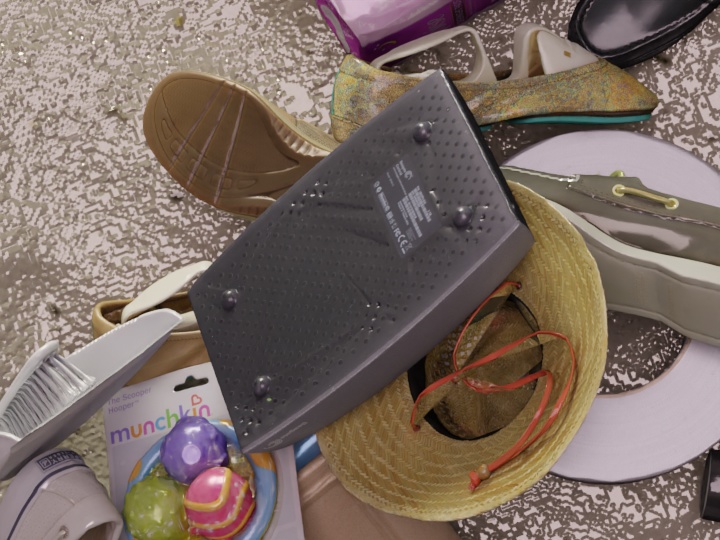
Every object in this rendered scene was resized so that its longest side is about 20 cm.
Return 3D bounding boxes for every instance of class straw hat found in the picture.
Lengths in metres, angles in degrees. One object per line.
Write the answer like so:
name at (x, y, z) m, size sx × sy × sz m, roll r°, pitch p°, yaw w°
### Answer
straw hat at (0.072, 0.057, 1.113) m, size 0.200 × 0.085 × 0.203 m, roll -20°, pitch 58°, yaw 34°

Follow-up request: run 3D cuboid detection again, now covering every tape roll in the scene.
tape roll at (0.141, 0.023, 1.194) m, size 0.198 × 0.066 × 0.203 m, roll -1°, pitch 82°, yaw 6°

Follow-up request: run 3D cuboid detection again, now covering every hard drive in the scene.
hard drive at (0.000, 0.000, 1.113) m, size 0.200 × 0.042 × 0.136 m, roll -40°, pitch 48°, yaw 19°

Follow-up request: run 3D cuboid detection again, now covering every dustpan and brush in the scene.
dustpan and brush at (-0.198, 0.082, 1.177) m, size 0.057 × 0.200 × 0.139 m, roll 49°, pitch 48°, yaw 4°

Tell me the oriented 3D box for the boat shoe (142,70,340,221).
boat shoe at (-0.044, -0.055, 1.224) m, size 0.199 × 0.064 × 0.072 m, roll 31°, pitch 94°, yaw 25°

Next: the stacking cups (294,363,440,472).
stacking cups at (-0.041, 0.104, 1.200) m, size 0.200 × 0.061 × 0.061 m, roll -45°, pitch 81°, yaw 1°

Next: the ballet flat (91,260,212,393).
ballet flat at (-0.065, 0.020, 1.207) m, size 0.198 × 0.069 × 0.063 m, roll -18°, pitch 117°, yaw 4°

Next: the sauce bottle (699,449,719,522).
sauce bottle at (0.293, 0.137, 1.165) m, size 0.198 × 0.065 × 0.065 m, roll 8°, pitch 84°, yaw 5°

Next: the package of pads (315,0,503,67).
package of pads at (0.066, -0.197, 1.200) m, size 0.199 × 0.121 × 0.076 m, roll -30°, pitch 81°, yaw 1°

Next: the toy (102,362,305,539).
toy at (-0.091, 0.137, 1.132) m, size 0.114 × 0.047 × 0.202 m, roll -16°, pitch 63°, yaw 12°

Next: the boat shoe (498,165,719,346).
boat shoe at (0.146, -0.017, 1.133) m, size 0.200 × 0.072 × 0.061 m, roll 20°, pitch 56°, yaw 18°

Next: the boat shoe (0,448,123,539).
boat shoe at (-0.180, 0.198, 1.162) m, size 0.070 × 0.071 × 0.201 m, roll 41°, pitch 120°, yaw 32°

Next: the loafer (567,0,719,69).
loafer at (0.203, -0.195, 1.211) m, size 0.200 × 0.070 × 0.068 m, roll -40°, pitch 82°, yaw 0°

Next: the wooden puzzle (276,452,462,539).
wooden puzzle at (-0.020, 0.216, 1.181) m, size 0.200 × 0.037 × 0.186 m, roll -39°, pitch 102°, yaw -4°

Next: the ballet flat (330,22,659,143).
ballet flat at (0.079, -0.109, 1.176) m, size 0.198 × 0.071 × 0.071 m, roll -8°, pitch 82°, yaw -14°
